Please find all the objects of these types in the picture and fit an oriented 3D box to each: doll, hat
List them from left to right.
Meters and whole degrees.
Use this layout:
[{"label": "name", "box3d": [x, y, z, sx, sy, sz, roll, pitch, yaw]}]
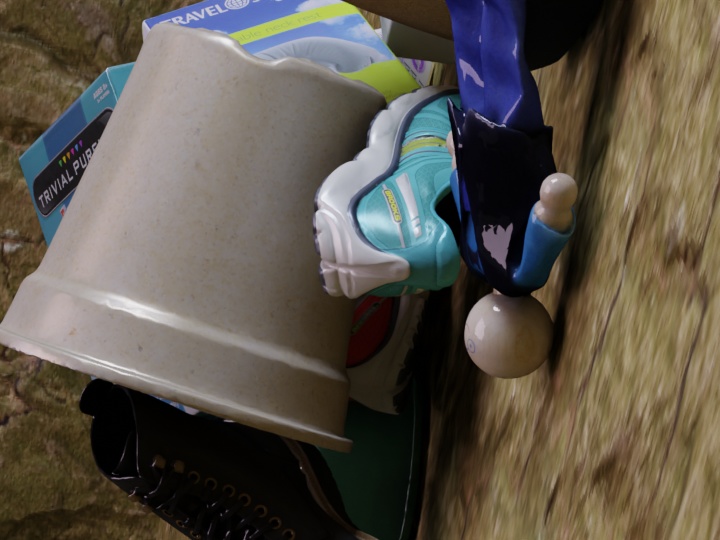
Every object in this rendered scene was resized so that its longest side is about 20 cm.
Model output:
[{"label": "hat", "box3d": [-0.064, 0.118, 1.614, 0.200, 0.175, 0.166, -144, 62, -82]}, {"label": "doll", "box3d": [0.059, -0.052, 1.222, 0.136, 0.048, 0.201, -156, 58, -72]}]

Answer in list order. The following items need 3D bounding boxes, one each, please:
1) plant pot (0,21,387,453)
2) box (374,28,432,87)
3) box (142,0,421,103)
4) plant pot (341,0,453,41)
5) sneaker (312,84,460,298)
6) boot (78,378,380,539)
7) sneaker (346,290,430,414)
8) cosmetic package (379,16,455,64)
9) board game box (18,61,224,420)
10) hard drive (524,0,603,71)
[{"label": "plant pot", "box3d": [-0.074, -0.023, 1.456, 0.200, 0.200, 0.184, 179, 108, -83]}, {"label": "box", "box3d": [0.001, -0.060, 1.721, 0.039, 0.041, 0.201, 48, -134, -42]}, {"label": "box", "box3d": [-0.045, -0.109, 1.636, 0.200, 0.122, 0.048, -126, 23, -49]}, {"label": "plant pot", "box3d": [-0.004, -0.220, 1.466, 0.186, 0.199, 0.187, -171, 90, -84]}, {"label": "sneaker", "box3d": [0.039, -0.034, 1.402, 0.200, 0.079, 0.078, -56, -35, -60]}, {"label": "boot", "box3d": [-0.062, 0.138, 1.428, 0.078, 0.138, 0.200, -57, 37, 11]}, {"label": "sneaker", "box3d": [0.000, 0.000, 1.601, 0.200, 0.085, 0.077, -78, 1, -57]}, {"label": "cosmetic package", "box3d": [0.052, -0.226, 1.625, 0.083, 0.050, 0.201, -98, 16, -52]}, {"label": "board game box", "box3d": [-0.126, -0.003, 1.643, 0.151, 0.047, 0.201, -35, 72, 57]}, {"label": "hard drive", "box3d": [0.094, -0.178, 1.246, 0.200, 0.042, 0.135, 115, 163, -65]}]
